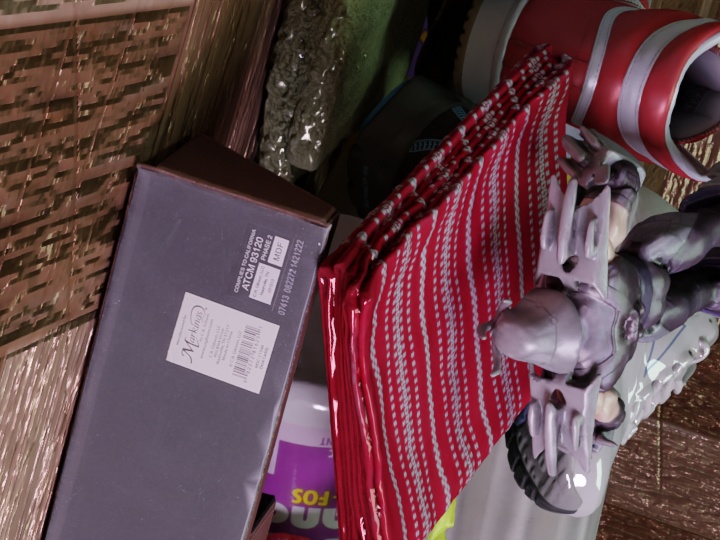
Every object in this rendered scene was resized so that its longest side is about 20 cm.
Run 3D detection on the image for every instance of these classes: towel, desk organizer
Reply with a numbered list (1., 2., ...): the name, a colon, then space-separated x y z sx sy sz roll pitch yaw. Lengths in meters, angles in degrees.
1. towel: 0.006 -0.139 1.180 0.148 0.036 0.201 -50 157 -64
2. desk organizer: -0.061 0.057 1.057 0.077 0.071 0.201 -50 156 -72
3. towel: 0.038 0.018 1.088 0.200 0.022 0.145 -47 141 -51

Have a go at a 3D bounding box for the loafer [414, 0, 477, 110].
1. loafer: 0.053 -0.143 1.322 0.073 0.071 0.200 86 19 -49

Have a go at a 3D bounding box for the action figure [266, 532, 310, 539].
1. action figure: -0.045 0.158 1.156 0.200 0.065 0.052 -50 -164 42

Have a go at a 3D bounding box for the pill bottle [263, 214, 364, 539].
1. pill bottle: -0.024 0.083 1.191 0.112 0.112 0.201 -62 166 -46

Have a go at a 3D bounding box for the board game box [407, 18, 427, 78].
1. board game box: 0.064 -0.137 1.486 0.134 0.045 0.201 2 106 -80

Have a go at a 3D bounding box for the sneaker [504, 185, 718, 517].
1. sneaker: 0.120 0.031 1.316 0.075 0.087 0.200 123 -12 -48

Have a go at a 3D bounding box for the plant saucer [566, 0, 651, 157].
1. plant saucer: 0.102 -0.131 1.597 0.201 0.039 0.202 -163 -90 -73

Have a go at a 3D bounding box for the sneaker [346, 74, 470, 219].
1. sneaker: 0.045 0.008 1.245 0.073 0.082 0.200 -44 149 -19

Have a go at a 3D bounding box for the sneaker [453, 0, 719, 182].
1. sneaker: 0.122 -0.088 1.253 0.200 0.112 0.072 -24 129 -67

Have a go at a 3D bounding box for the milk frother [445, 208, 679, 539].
1. milk frother: 0.126 0.060 1.654 0.181 0.199 0.189 -111 -154 -55

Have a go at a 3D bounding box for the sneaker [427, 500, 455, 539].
1. sneaker: 0.003 0.134 1.555 0.074 0.083 0.201 127 -29 -53

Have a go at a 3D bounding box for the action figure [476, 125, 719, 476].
1. action figure: 0.107 0.006 1.134 0.200 0.069 0.131 -19 129 -48

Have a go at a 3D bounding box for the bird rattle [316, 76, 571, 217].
1. bird rattle: 0.000 0.000 1.339 0.200 0.112 0.163 -59 159 3
